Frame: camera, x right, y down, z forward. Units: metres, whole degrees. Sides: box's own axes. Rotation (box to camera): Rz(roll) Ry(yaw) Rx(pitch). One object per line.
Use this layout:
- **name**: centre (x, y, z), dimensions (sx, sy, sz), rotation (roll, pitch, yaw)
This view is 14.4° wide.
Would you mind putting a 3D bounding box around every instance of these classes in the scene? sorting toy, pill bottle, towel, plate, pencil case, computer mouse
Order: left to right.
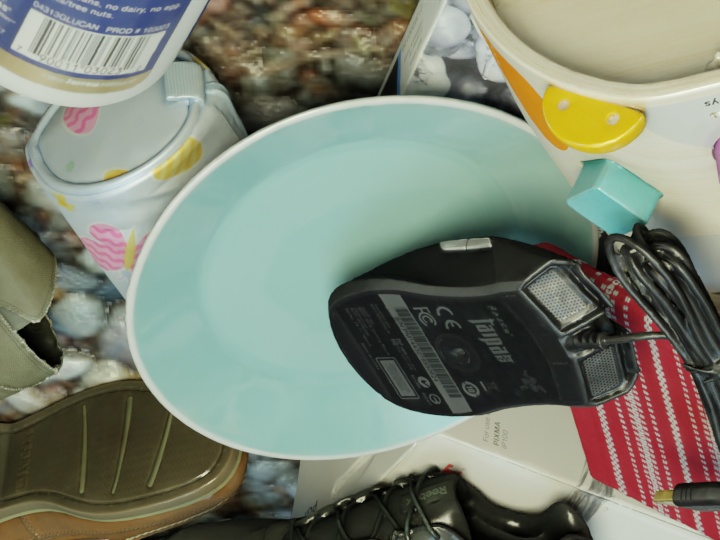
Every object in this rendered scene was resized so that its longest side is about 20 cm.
- **pill bottle**: centre (-0.081, -0.160, 1.022), dimensions (0.110, 0.112, 0.200), rotation (19, 138, -16)
- **pencil case**: centre (-0.060, -0.006, 1.224), dimensions (0.090, 0.084, 0.200), rotation (-10, 137, 27)
- **plate**: centre (0.000, 0.000, 1.173), dimensions (0.199, 0.026, 0.201), rotation (-8, 133, -9)
- **computer mouse**: centre (0.086, 0.038, 1.122), dimensions (0.199, 0.046, 0.141), rotation (-10, 124, 48)
- **towel**: centre (0.155, 0.070, 1.151), dimensions (0.199, 0.022, 0.145), rotation (26, 151, 37)
- **sorting toy**: centre (0.156, -0.046, 1.077), dimensions (0.199, 0.107, 0.180), rotation (-12, 140, 14)

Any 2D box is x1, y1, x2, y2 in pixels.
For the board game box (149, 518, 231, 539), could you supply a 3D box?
- **board game box**: centre (-0.059, 0.219, 1.470), dimensions (0.135, 0.028, 0.200), rotation (-20, 115, 42)

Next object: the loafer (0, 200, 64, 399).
- **loafer**: centre (-0.169, -0.013, 1.249), dimensions (0.069, 0.076, 0.201), rotation (-8, 144, -2)

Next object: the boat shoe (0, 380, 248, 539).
- **boat shoe**: centre (-0.131, 0.104, 1.383), dimensions (0.199, 0.072, 0.068), rotation (-7, 144, 30)

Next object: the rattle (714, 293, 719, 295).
- **rattle**: centre (0.189, 0.038, 1.182), dimensions (0.129, 0.144, 0.200), rotation (1, 149, -14)

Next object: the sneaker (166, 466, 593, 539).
- **sneaker**: centre (0.010, 0.125, 1.263), dimensions (0.198, 0.076, 0.091), rotation (3, 131, -6)

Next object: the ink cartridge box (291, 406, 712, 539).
- **ink cartridge box**: centre (0.085, 0.112, 1.347), dimensions (0.199, 0.083, 0.147), rotation (22, 138, -19)

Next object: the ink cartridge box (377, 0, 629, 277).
- **ink cartridge box**: centre (0.116, -0.074, 1.155), dimensions (0.198, 0.044, 0.199), rotation (13, 139, -10)
